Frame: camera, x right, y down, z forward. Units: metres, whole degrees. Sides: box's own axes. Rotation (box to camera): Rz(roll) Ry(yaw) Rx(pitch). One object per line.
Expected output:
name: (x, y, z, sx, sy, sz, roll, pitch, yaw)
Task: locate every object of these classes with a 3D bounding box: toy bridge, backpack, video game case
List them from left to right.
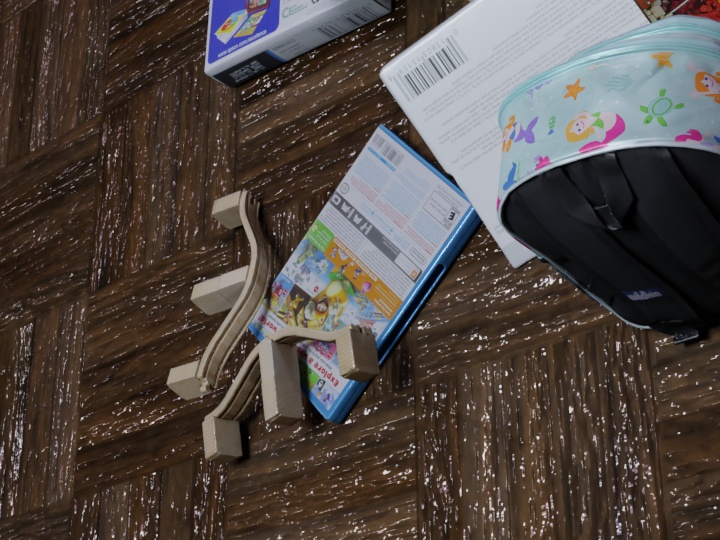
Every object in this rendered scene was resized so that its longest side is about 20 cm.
toy bridge: (-0.108, 0.016, 1.258, 0.067, 0.027, 0.201, -19, 45, 32)
toy bridge: (-0.061, 0.084, 1.175, 0.200, 0.027, 0.068, -34, 54, 42)
video game case: (0.000, 0.000, 1.200, 0.201, 0.018, 0.143, -55, 44, 9)
backpack: (0.180, -0.061, 0.921, 0.177, 0.199, 0.152, -17, 60, 39)

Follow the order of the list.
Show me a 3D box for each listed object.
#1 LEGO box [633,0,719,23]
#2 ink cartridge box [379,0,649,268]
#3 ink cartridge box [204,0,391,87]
LEGO box: (0.259, -0.243, 0.972, 0.148, 0.077, 0.201, -22, 35, 36)
ink cartridge box: (0.139, -0.125, 1.065, 0.199, 0.174, 0.044, -32, 7, 29)
ink cartridge box: (-0.056, -0.288, 1.375, 0.197, 0.047, 0.202, -20, 57, 39)
